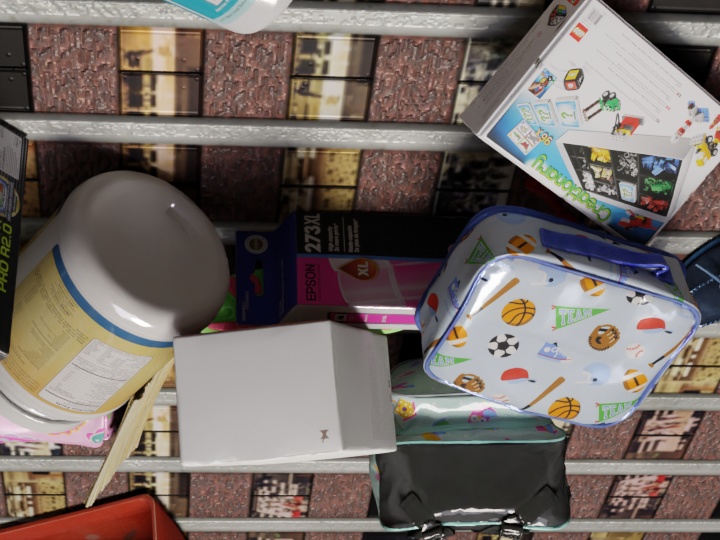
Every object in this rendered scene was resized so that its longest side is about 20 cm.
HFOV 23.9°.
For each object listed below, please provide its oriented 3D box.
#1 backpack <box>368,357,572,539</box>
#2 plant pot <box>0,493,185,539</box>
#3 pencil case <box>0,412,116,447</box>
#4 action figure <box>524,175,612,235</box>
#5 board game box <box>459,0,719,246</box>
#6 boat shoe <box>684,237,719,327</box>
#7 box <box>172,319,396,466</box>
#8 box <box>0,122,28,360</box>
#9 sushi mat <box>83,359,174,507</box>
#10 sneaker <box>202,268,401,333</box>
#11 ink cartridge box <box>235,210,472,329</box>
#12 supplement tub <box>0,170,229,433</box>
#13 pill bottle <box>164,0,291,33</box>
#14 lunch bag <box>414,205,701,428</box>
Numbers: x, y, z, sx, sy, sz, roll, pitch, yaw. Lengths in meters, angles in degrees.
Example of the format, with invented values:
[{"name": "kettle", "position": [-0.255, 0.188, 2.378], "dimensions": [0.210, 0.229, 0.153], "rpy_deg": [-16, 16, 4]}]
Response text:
[{"name": "backpack", "position": [0.091, 0.153, 1.510], "dimensions": [0.175, 0.154, 0.200], "rpy_deg": [-5, -179, -2]}, {"name": "plant pot", "position": [-0.259, 0.370, 1.768], "dimensions": [0.199, 0.201, 0.176], "rpy_deg": [-15, 154, 15]}, {"name": "pencil case", "position": [-0.316, 0.118, 1.496], "dimensions": [0.199, 0.088, 0.088], "rpy_deg": [-3, 144, -5]}, {"name": "action figure", "position": [0.200, -0.017, 1.371], "dimensions": [0.065, 0.099, 0.200], "rpy_deg": [-34, 114, 4]}, {"name": "board game box", "position": [0.180, -0.107, 1.232], "dimensions": [0.200, 0.035, 0.126], "rpy_deg": [32, 103, -38]}, {"name": "boat shoe", "position": [0.335, 0.001, 1.407], "dimensions": [0.084, 0.069, 0.200], "rpy_deg": [23, 136, -32]}, {"name": "box", "position": [-0.054, 0.098, 1.315], "dimensions": [0.124, 0.098, 0.200], "rpy_deg": [-7, 173, 12]}, {"name": "box", "position": [-0.317, 0.004, 1.245], "dimensions": [0.160, 0.201, 0.044], "rpy_deg": [-28, 137, 30]}, {"name": "sushi mat", "position": [-0.203, 0.134, 1.526], "dimensions": [0.012, 0.096, 0.200], "rpy_deg": [33, 139, 2]}, {"name": "sneaker", "position": [-0.040, 0.023, 1.419], "dimensions": [0.199, 0.077, 0.084], "rpy_deg": [-3, 176, -9]}, {"name": "ink cartridge box", "position": [0.000, 0.000, 1.355], "dimensions": [0.199, 0.095, 0.037], "rpy_deg": [0, 144, -5]}, {"name": "supplement tub", "position": [-0.211, 0.029, 1.336], "dimensions": [0.144, 0.145, 0.200], "rpy_deg": [21, 138, -30]}, {"name": "pill bottle", "position": [-0.129, -0.228, 1.022], "dimensions": [0.199, 0.111, 0.111], "rpy_deg": [21, 137, -30]}, {"name": "lunch bag", "position": [0.152, 0.033, 1.285], "dimensions": [0.199, 0.076, 0.161], "rpy_deg": [14, 128, -19]}]
